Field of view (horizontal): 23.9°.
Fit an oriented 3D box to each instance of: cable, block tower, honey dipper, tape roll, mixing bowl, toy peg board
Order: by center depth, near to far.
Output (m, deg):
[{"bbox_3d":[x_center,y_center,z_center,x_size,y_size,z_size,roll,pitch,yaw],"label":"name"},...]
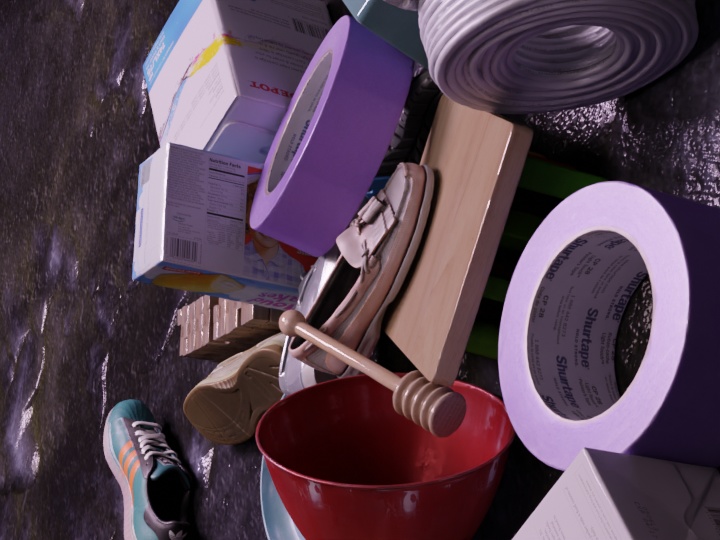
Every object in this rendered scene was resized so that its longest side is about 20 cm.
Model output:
[{"bbox_3d":[0.186,0.044,1.167,0.200,0.085,0.201,-27,57,51],"label":"tape roll"},{"bbox_3d":[0.142,-0.178,1.215,0.200,0.200,0.069,-19,66,30],"label":"cable"},{"bbox_3d":[0.022,0.168,1.319,0.200,0.200,0.109,32,129,58],"label":"mixing bowl"},{"bbox_3d":[0.002,0.072,1.334,0.200,0.038,0.038,30,105,42],"label":"honey dipper"},{"bbox_3d":[0.104,-0.020,1.344,0.199,0.098,0.201,-135,62,-73],"label":"toy peg board"},{"bbox_3d":[-0.026,-0.115,1.469,0.200,0.065,0.201,-157,90,-79],"label":"tape roll"},{"bbox_3d":[-0.122,0.047,1.689,0.200,0.054,0.058,-25,60,61],"label":"block tower"}]

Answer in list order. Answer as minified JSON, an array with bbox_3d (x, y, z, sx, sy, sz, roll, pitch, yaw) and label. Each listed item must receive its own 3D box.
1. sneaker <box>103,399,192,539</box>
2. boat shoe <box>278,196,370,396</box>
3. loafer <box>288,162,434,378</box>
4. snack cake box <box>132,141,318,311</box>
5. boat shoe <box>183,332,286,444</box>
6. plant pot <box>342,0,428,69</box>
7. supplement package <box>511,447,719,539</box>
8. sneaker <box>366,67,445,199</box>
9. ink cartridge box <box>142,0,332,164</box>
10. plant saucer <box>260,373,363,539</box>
[{"bbox_3d":[-0.215,0.210,1.791,0.080,0.071,0.200,-46,47,34],"label":"sneaker"},{"bbox_3d":[-0.028,0.021,1.506,0.071,0.070,0.201,-8,57,43],"label":"boat shoe"},{"bbox_3d":[0.000,0.000,1.388,0.072,0.063,0.200,-104,32,-62],"label":"loafer"},{"bbox_3d":[-0.103,-0.035,1.562,0.067,0.199,0.115,-28,55,54],"label":"snack cake box"},{"bbox_3d":[-0.104,0.109,1.654,0.063,0.073,0.201,-44,1,-41],"label":"boat shoe"},{"bbox_3d":[0.076,-0.274,1.368,0.200,0.141,0.141,-50,38,16],"label":"plant pot"},{"bbox_3d":[0.159,0.231,1.106,0.200,0.119,0.121,-57,38,30],"label":"supplement package"},{"bbox_3d":[0.054,-0.147,1.470,0.200,0.073,0.082,-47,37,37],"label":"sneaker"},{"bbox_3d":[-0.107,-0.168,1.672,0.146,0.146,0.200,-53,38,34],"label":"ink cartridge box"},{"bbox_3d":[-0.025,0.179,1.512,0.200,0.027,0.201,-19,66,51],"label":"plant saucer"}]
